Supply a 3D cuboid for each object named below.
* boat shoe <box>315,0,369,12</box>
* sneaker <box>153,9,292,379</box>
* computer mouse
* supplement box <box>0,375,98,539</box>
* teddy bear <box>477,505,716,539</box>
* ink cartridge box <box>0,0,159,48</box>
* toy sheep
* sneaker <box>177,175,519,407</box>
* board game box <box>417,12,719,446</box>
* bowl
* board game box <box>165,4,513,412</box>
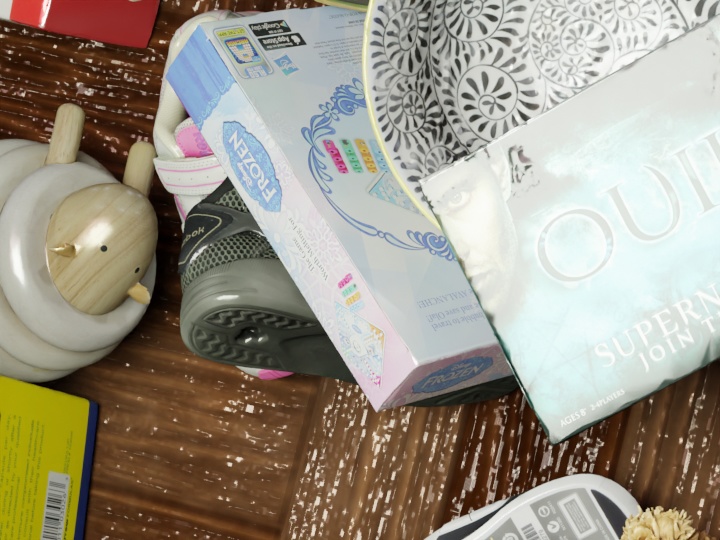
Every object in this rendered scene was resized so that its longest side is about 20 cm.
[{"bbox_3d":[0.053,-0.157,1.461,0.061,0.200,0.072,-46,48,49],"label":"boat shoe"},{"bbox_3d":[-0.066,-0.043,1.520,0.081,0.088,0.201,-17,75,18],"label":"sneaker"},{"bbox_3d":[0.051,0.161,1.455,0.199,0.044,0.110,-28,99,9],"label":"computer mouse"},{"bbox_3d":[-0.227,0.103,1.497,0.108,0.200,0.110,3,82,22],"label":"supplement box"},{"bbox_3d":[0.084,0.186,1.402,0.199,0.067,0.146,-7,106,5],"label":"teddy bear"},{"bbox_3d":[-0.181,-0.165,1.570,0.199,0.116,0.068,16,95,24],"label":"ink cartridge box"},{"bbox_3d":[-0.175,-0.007,1.540,0.200,0.137,0.139,-16,73,48],"label":"toy sheep"},{"bbox_3d":[0.000,0.000,1.449,0.076,0.199,0.115,-46,40,44],"label":"sneaker"},{"bbox_3d":[0.141,-0.028,1.316,0.199,0.028,0.136,-29,84,14],"label":"board game box"},{"bbox_3d":[0.106,-0.101,1.385,0.200,0.094,0.202,2,100,11],"label":"bowl"},{"bbox_3d":[0.036,-0.041,1.425,0.199,0.199,0.043,57,133,21],"label":"board game box"}]
